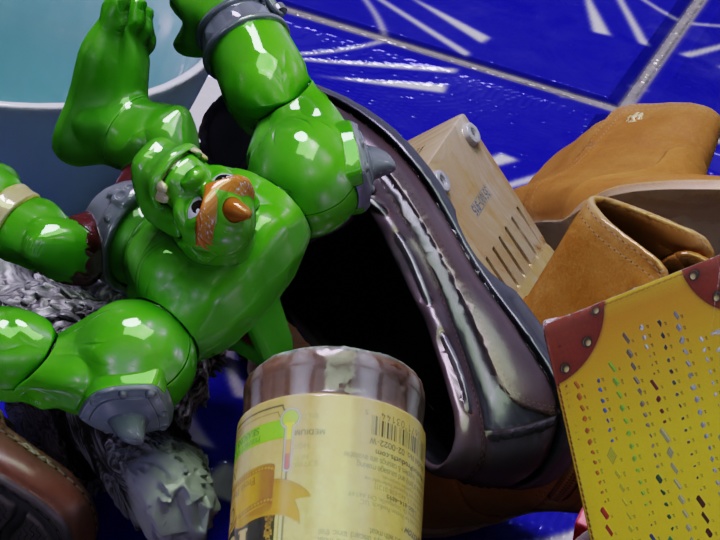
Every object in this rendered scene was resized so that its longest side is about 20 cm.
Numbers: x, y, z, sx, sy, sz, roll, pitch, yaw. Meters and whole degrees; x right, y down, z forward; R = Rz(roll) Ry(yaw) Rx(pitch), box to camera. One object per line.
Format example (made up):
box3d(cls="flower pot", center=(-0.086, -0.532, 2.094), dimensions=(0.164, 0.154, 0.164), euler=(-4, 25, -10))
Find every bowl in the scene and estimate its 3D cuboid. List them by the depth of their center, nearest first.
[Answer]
box3d(cls="bowl", center=(-0.164, -0.073, 1.196), dimensions=(0.200, 0.105, 0.201), euler=(8, 29, -4))

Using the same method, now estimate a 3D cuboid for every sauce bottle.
box3d(cls="sauce bottle", center=(-0.014, 0.123, 0.865), dimensions=(0.064, 0.065, 0.201), euler=(7, 60, -6))

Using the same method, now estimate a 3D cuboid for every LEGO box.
box3d(cls="LEGO box", center=(0.140, 0.110, 0.840), dimensions=(0.149, 0.077, 0.201), euler=(26, 48, -55))

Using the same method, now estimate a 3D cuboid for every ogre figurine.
box3d(cls="ogre figurine", center=(-0.073, -0.020, 0.942), dimensions=(0.120, 0.098, 0.200), euler=(31, 44, 24))

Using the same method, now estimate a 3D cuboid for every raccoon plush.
box3d(cls="raccoon plush", center=(-0.057, 0.034, 1.023), dimensions=(0.134, 0.097, 0.200), euler=(-24, 44, -20))

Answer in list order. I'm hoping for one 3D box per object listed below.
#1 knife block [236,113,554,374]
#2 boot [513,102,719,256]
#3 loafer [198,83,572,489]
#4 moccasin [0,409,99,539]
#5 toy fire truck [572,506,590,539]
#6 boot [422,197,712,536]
box3d(cls="knife block", center=(-0.007, 0.021, 1.144), dimensions=(0.200, 0.175, 0.064), euler=(55, 31, -12))
box3d(cls="boot", center=(0.132, -0.034, 1.183), dimensions=(0.201, 0.071, 0.144), euler=(-13, 24, 39))
box3d(cls="loafer", center=(0.000, 0.000, 0.977), dimensions=(0.063, 0.072, 0.200), euler=(-6, 45, -49))
box3d(cls="moccasin", center=(-0.169, 0.054, 1.015), dimensions=(0.201, 0.074, 0.078), euler=(21, 38, 37))
box3d(cls="toy fire truck", center=(0.065, 0.129, 0.865), dimensions=(0.049, 0.141, 0.200), euler=(20, 54, 15))
box3d(cls="boot", center=(0.062, 0.035, 1.020), dimensions=(0.201, 0.145, 0.071), euler=(24, 24, 19))
